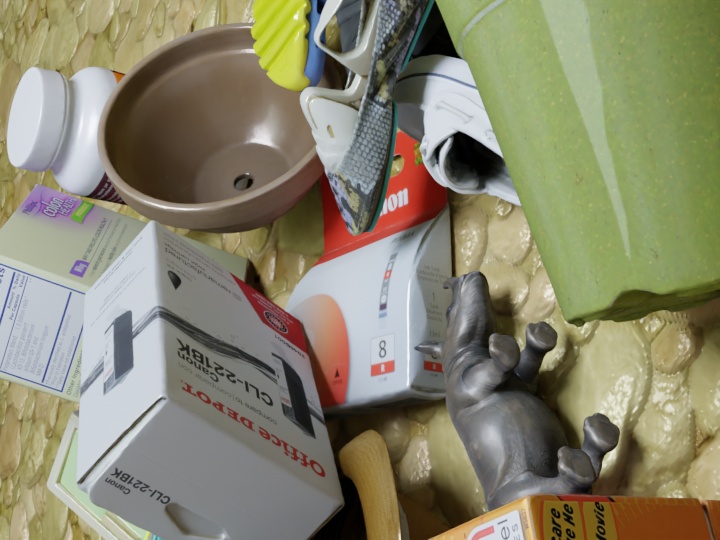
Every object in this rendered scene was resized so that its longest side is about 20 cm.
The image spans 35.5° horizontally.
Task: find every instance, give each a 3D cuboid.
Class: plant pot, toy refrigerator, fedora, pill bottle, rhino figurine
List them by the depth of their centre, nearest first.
[{"bbox_3d":[0.137,-0.078,0.536,0.199,0.198,0.193,-21,78,51],"label":"plant pot"},{"bbox_3d":[0.082,0.074,0.663,0.201,0.059,0.088,-115,37,-44],"label":"rhino figurine"},{"bbox_3d":[0.019,0.199,0.687,0.200,0.081,0.204,-168,90,-73],"label":"fedora"},{"bbox_3d":[-0.158,0.193,0.902,0.199,0.070,0.077,34,111,23],"label":"toy refrigerator"},{"bbox_3d":[-0.105,-0.098,0.911,0.093,0.198,0.203,77,173,-52],"label":"plant pot"},{"bbox_3d":[-0.204,-0.115,1.002,0.112,0.198,0.115,-18,68,52],"label":"pill bottle"}]

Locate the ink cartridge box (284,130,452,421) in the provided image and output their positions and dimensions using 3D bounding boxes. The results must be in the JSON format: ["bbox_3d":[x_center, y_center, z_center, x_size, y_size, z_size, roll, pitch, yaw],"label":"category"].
[{"bbox_3d":[0.000,0.000,0.811,0.161,0.050,0.204,-20,69,52],"label":"ink cartridge box"}]

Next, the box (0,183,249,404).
[{"bbox_3d":[-0.201,0.030,0.915,0.176,0.197,0.098,-98,30,-69],"label":"box"}]

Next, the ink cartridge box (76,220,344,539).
[{"bbox_3d":[-0.101,0.080,0.726,0.084,0.144,0.201,-44,30,17],"label":"ink cartridge box"}]

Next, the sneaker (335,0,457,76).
[{"bbox_3d":[0.049,-0.173,0.775,0.199,0.075,0.092,-12,82,61],"label":"sneaker"}]

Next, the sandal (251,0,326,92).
[{"bbox_3d":[-0.036,-0.234,0.883,0.079,0.086,0.204,-18,65,51],"label":"sandal"}]

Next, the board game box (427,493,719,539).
[{"bbox_3d":[0.097,0.224,0.481,0.199,0.198,0.203,-37,54,45],"label":"board game box"}]

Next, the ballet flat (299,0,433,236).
[{"bbox_3d":[-0.002,-0.123,0.715,0.072,0.071,0.203,39,120,52],"label":"ballet flat"}]

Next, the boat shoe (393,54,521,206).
[{"bbox_3d":[0.068,-0.082,0.695,0.065,0.074,0.199,-45,31,-14],"label":"boat shoe"}]

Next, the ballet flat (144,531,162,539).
[{"bbox_3d":[-0.129,0.259,0.801,0.067,0.066,0.203,128,142,-53],"label":"ballet flat"}]
